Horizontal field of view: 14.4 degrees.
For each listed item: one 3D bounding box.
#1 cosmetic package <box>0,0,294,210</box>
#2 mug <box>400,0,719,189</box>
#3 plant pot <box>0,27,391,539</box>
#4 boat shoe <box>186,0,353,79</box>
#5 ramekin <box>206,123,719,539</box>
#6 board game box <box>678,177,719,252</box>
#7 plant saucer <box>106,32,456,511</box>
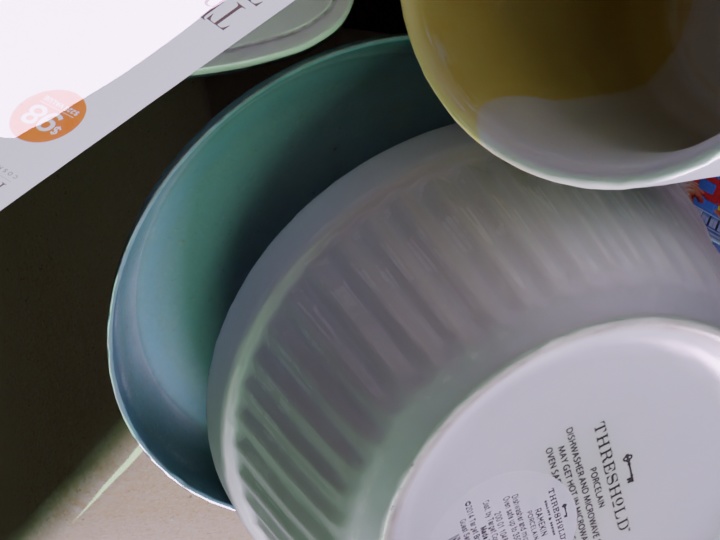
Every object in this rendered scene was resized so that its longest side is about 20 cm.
[{"bbox_3d":[-0.116,-0.108,0.809,0.151,0.052,0.200,-33,144,18],"label":"cosmetic package"},{"bbox_3d":[0.101,-0.108,0.929,0.149,0.187,0.153,-46,157,18],"label":"mug"},{"bbox_3d":[-0.035,0.004,1.151,0.200,0.200,0.177,6,148,-31],"label":"plant pot"},{"bbox_3d":[-0.095,-0.094,0.988,0.200,0.073,0.062,-2,166,13],"label":"boat shoe"},{"bbox_3d":[0.056,0.056,0.999,0.200,0.105,0.200,-14,127,-19],"label":"ramekin"},{"bbox_3d":[0.134,-0.003,1.191,0.200,0.062,0.200,37,149,-22],"label":"board game box"},{"bbox_3d":[0.000,0.000,1.017,0.200,0.027,0.200,-14,126,-20],"label":"plant saucer"}]
